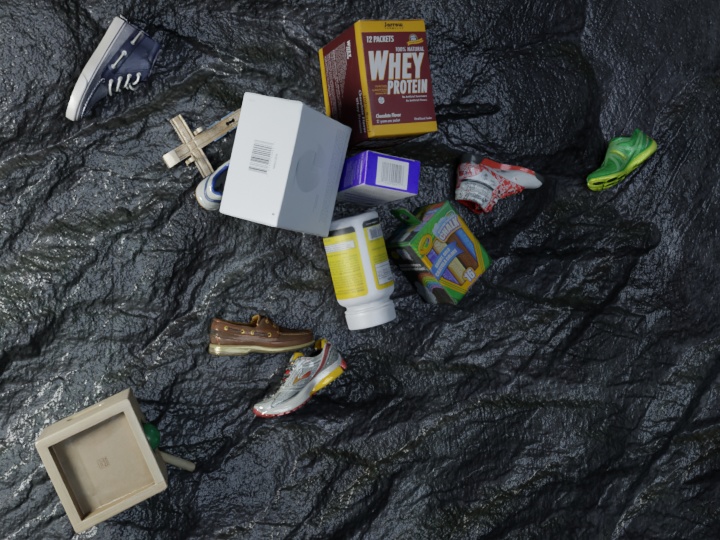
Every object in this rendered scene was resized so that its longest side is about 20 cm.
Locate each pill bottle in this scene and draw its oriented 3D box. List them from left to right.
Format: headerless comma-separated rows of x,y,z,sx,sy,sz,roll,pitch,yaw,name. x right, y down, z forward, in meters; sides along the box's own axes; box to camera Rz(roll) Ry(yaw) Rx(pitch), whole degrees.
0.000,0.000,1.538,0.112,0.114,0.205,-15,94,-24,pill bottle

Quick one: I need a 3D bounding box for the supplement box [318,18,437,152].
0.028,-0.333,1.513,0.130,0.199,0.203,-8,92,-24,supplement box

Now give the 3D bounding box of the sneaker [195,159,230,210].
-0.200,-0.177,1.464,0.200,0.088,0.076,-44,103,-23,sneaker

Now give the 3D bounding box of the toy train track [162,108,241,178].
-0.263,-0.245,1.467,0.199,0.032,0.116,-37,103,-22,toy train track

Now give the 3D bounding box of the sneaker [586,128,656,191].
0.572,-0.247,1.844,0.198,0.074,0.084,-34,77,-19,sneaker

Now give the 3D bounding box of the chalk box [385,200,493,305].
0.136,-0.050,1.597,0.124,0.124,0.201,-44,107,-19,chalk box

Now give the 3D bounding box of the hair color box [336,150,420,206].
0.017,-0.165,1.503,0.107,0.199,0.067,8,83,-23,hair color box

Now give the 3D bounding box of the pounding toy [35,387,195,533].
-0.393,0.305,1.352,0.196,0.142,0.188,-24,98,-12,pounding toy

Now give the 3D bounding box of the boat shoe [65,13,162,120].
-0.408,-0.324,1.378,0.091,0.074,0.204,28,77,-13,boat shoe

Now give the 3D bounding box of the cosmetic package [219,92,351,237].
-0.124,-0.176,1.415,0.199,0.120,0.205,8,96,-66,cosmetic package

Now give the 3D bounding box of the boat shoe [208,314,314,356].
-0.174,0.113,1.477,0.195,0.072,0.070,-1,91,-22,boat shoe

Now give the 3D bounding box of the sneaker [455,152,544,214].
0.284,-0.165,1.701,0.197,0.067,0.111,12,84,-20,sneaker

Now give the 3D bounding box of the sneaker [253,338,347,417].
-0.120,0.199,1.505,0.199,0.077,0.083,-36,99,-31,sneaker
